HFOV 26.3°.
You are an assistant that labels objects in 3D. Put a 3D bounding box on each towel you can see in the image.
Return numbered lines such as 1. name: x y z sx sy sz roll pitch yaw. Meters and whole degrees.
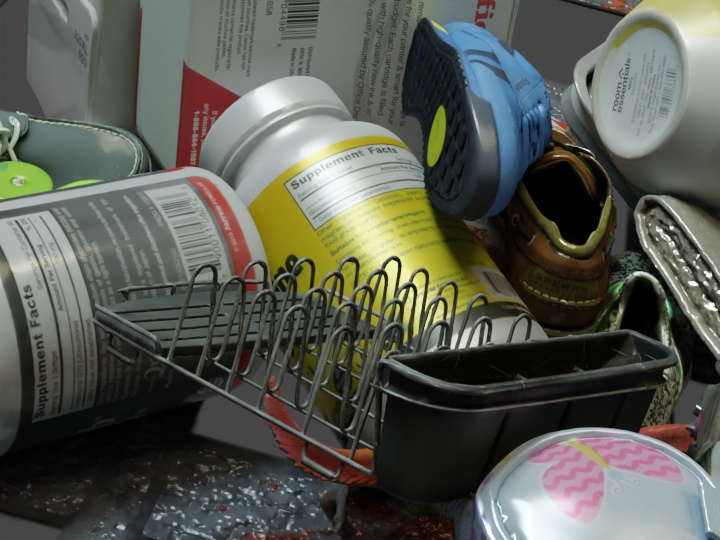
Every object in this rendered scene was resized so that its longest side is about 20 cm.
1. towel: 0.232 0.047 0.826 0.132 0.034 0.201 14 39 -46

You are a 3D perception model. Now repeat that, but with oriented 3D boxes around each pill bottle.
1. pill bottle: 0.000 0.000 0.776 0.112 0.113 0.200 -13 55 -34
2. pill bottle: -0.151 0.022 0.723 0.199 0.116 0.116 -13 42 -34

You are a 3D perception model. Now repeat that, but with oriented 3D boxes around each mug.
1. mug: 0.211 -0.113 0.884 0.152 0.150 0.188 3 57 -29

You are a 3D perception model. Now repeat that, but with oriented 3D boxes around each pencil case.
1. pencil case: 0.075 0.150 0.543 0.090 0.201 0.083 13 39 13

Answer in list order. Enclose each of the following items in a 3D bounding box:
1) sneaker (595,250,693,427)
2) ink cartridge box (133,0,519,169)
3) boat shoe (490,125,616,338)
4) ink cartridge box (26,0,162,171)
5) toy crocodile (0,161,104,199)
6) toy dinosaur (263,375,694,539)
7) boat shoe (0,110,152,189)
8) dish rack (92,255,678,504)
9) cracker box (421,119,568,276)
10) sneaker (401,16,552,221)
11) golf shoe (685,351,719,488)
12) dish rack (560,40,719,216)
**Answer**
1. sneaker: 0.153 0.033 0.836 0.076 0.089 0.200 15 33 4
2. ink cartridge box: -0.019 -0.135 0.873 0.199 0.145 0.084 -7 34 -25
3. boat shoe: 0.111 -0.037 0.841 0.071 0.068 0.200 8 33 -5
4. ink cartridge box: -0.096 -0.154 0.971 0.199 0.145 0.147 -5 35 -26
5. toy crocodile: -0.211 -0.008 0.789 0.199 0.068 0.062 -12 41 -33
6. toy dinosaur: 0.078 0.101 0.669 0.180 0.200 0.105 -22 55 3
7. boat shoe: -0.208 -0.053 0.839 0.199 0.062 0.073 -5 73 -18
8. dish rack: 0.002 0.028 0.598 0.199 0.055 0.153 23 15 38
9. cracker box: 0.073 -0.035 0.937 0.133 0.058 0.200 17 33 5
10. sneaker: 0.069 -0.077 0.769 0.078 0.066 0.200 13 22 -9
11. golf shoe: 0.172 0.093 0.625 0.092 0.201 0.073 23 -8 33
12. dish rack: 0.212 -0.061 0.975 0.200 0.043 0.171 53 42 1
